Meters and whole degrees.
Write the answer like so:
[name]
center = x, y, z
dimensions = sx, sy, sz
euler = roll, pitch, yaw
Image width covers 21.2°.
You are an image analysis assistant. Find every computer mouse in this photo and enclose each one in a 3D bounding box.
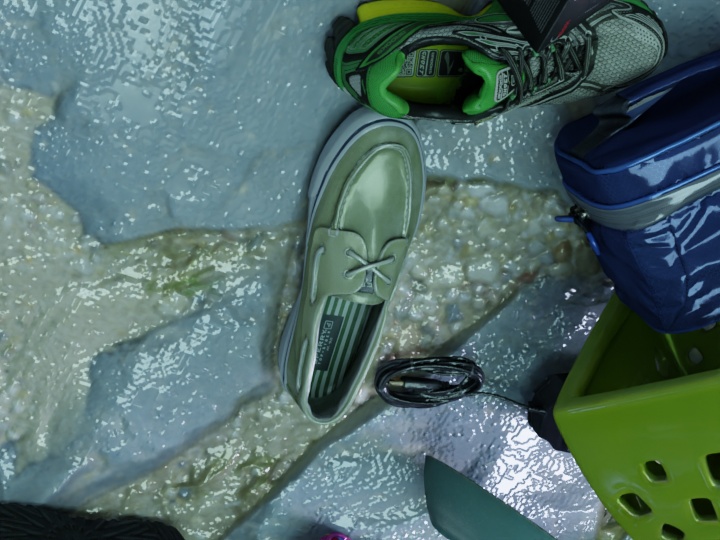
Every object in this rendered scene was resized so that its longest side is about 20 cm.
[computer mouse]
center = 0.104, 0.080, 1.252
dimensions = 0.199, 0.034, 0.059
euler = 13, 130, -17

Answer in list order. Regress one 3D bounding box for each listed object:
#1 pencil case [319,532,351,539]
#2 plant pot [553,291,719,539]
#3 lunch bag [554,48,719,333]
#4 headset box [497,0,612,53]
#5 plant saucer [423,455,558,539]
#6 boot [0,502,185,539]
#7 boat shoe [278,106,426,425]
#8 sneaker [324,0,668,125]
[pencil case]
center = -0.054, 0.262, 1.269
dimensions = 0.200, 0.088, 0.088
euler = -45, 121, 10
[plant pot]
center = 0.253, 0.096, 1.139
dimensions = 0.198, 0.200, 0.182
euler = -14, 108, 29
[lunch bag]
center = 0.209, -0.062, 1.136
dimensions = 0.199, 0.136, 0.133
euler = -25, 106, -5
[headset box]
center = 0.161, -0.216, 1.012
dimensions = 0.200, 0.149, 0.075
euler = -35, 85, -10
[plant saucer]
center = 0.112, 0.189, 1.208
dimensions = 0.200, 0.200, 0.036
euler = 40, 82, -30
[boot]
center = -0.210, 0.251, 1.231
dimensions = 0.164, 0.066, 0.201
euler = 10, 119, -20
[boat shoe]
center = 0.000, 0.000, 1.152
dimensions = 0.072, 0.062, 0.201
euler = 5, 115, -19
[sneaker]
center = 0.085, -0.115, 1.102
dimensions = 0.199, 0.085, 0.078
euler = -9, 120, -13
